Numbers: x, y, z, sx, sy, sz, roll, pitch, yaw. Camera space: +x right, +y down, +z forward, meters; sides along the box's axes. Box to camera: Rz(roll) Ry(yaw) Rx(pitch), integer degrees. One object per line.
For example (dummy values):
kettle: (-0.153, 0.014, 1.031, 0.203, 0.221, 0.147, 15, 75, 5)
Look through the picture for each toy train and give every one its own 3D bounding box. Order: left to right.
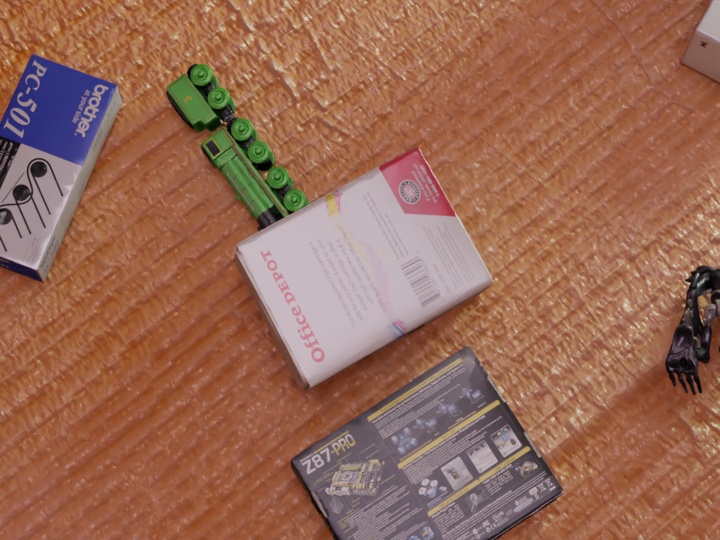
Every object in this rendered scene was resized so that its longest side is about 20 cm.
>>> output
toy train: (-0.120, -0.116, 1.396, 0.056, 0.042, 0.201, -36, 77, -2)

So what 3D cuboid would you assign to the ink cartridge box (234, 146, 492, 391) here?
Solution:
ink cartridge box: (0.000, 0.000, 1.328, 0.198, 0.086, 0.149, -28, 85, -9)

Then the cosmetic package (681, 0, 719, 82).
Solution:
cosmetic package: (0.415, -0.281, 1.444, 0.101, 0.071, 0.201, 29, 74, 7)

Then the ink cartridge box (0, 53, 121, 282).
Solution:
ink cartridge box: (-0.311, -0.100, 1.381, 0.093, 0.044, 0.202, 19, 73, 3)

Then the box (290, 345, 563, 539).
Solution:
box: (0.059, 0.189, 1.299, 0.199, 0.049, 0.162, -32, 78, -11)

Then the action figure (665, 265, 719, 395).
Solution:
action figure: (0.343, 0.054, 1.322, 0.117, 0.103, 0.200, 5, 28, 28)
